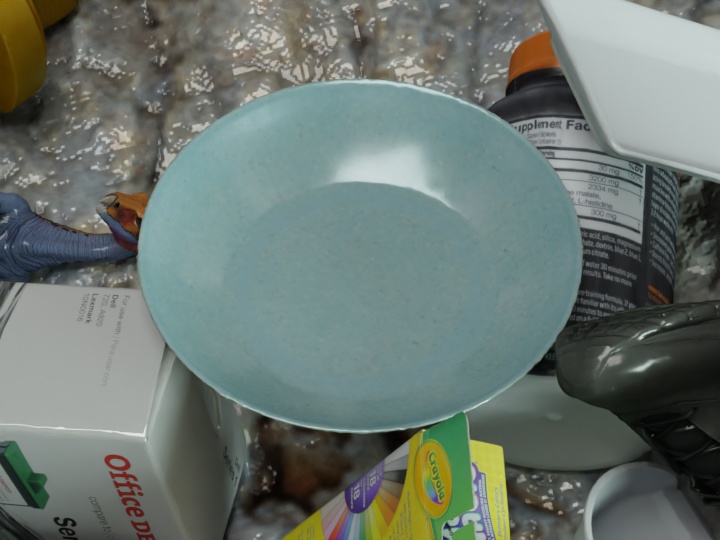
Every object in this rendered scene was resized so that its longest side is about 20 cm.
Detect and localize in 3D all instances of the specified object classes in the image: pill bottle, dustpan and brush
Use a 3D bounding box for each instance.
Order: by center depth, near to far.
[{"bbox_3d":[0.119,0.139,1.200,0.199,0.057,0.140,-4,51,-40],"label":"dustpan and brush"},{"bbox_3d":[0.099,-0.015,1.327,0.105,0.106,0.201,1,62,12],"label":"pill bottle"}]

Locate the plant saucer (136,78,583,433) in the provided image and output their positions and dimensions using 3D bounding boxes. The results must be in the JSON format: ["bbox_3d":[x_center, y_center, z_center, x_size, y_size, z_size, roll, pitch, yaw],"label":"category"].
[{"bbox_3d":[0.000,0.000,1.254,0.199,0.039,0.202,0,53,0],"label":"plant saucer"}]

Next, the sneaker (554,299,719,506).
[{"bbox_3d":[0.160,0.061,1.233,0.076,0.199,0.091,-10,78,42],"label":"sneaker"}]

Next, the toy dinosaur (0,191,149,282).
[{"bbox_3d":[-0.198,-0.029,1.414,0.180,0.105,0.201,-10,46,-17],"label":"toy dinosaur"}]

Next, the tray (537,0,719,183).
[{"bbox_3d":[0.161,-0.076,1.322,0.022,0.199,0.108,-42,55,32],"label":"tray"}]

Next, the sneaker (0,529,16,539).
[{"bbox_3d":[-0.169,0.166,1.268,0.199,0.076,0.091,11,49,3],"label":"sneaker"}]

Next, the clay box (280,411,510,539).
[{"bbox_3d":[0.011,0.153,1.215,0.047,0.200,0.116,14,57,-29],"label":"clay box"}]

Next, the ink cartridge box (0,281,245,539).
[{"bbox_3d":[-0.167,0.075,1.309,0.199,0.146,0.085,3,57,14],"label":"ink cartridge box"}]

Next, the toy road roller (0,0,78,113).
[{"bbox_3d":[-0.240,-0.159,1.473,0.200,0.123,0.146,38,60,26],"label":"toy road roller"}]
